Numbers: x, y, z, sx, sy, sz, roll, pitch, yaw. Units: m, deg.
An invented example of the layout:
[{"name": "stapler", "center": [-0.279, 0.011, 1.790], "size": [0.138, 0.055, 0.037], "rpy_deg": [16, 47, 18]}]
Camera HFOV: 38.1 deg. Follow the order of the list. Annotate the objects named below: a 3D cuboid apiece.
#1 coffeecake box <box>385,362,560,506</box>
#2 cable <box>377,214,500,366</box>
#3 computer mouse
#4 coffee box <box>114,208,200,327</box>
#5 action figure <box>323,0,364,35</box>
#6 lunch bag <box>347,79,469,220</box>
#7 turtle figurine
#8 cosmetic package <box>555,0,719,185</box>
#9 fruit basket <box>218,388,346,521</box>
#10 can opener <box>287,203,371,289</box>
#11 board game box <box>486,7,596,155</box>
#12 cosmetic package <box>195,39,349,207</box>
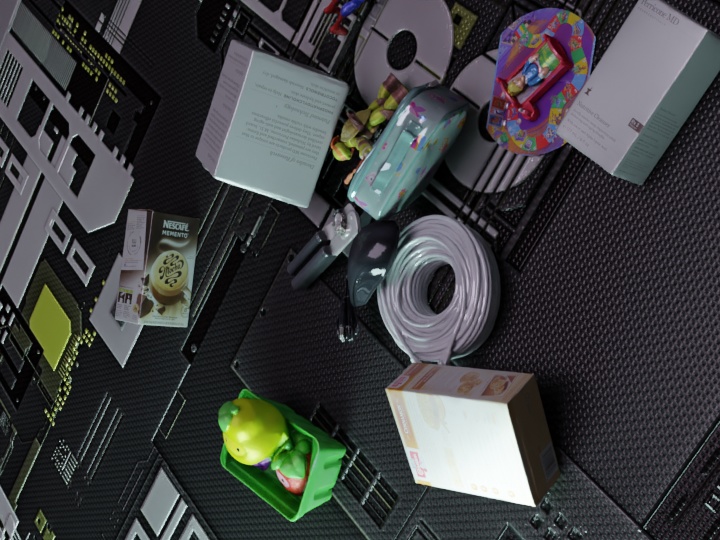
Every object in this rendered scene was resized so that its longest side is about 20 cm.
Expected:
[{"name": "coffeecake box", "center": [0.146, 0.211, 1.370], "size": [0.198, 0.073, 0.155], "rpy_deg": [1, 118, 42]}, {"name": "cable", "center": [0.111, 0.027, 1.472], "size": [0.200, 0.069, 0.201], "rpy_deg": [49, 117, 37]}, {"name": "computer mouse", "center": [0.000, 0.000, 1.513], "size": [0.201, 0.052, 0.140], "rpy_deg": [120, 162, -48]}, {"name": "coffee box", "center": [-0.366, -0.004, 1.887], "size": [0.079, 0.112, 0.203], "rpy_deg": [6, 90, 42]}, {"name": "action figure", "center": [0.025, -0.449, 1.619], "size": [0.200, 0.098, 0.066], "rpy_deg": [-47, 57, 55]}, {"name": "lunch bag", "center": [0.067, -0.171, 1.465], "size": [0.077, 0.160, 0.201], "rpy_deg": [37, 116, 12]}, {"name": "turtle figurine", "center": [0.007, -0.222, 1.573], "size": [0.161, 0.064, 0.200], "rpy_deg": [-45, 17, 9]}, {"name": "cosmetic package", "center": [0.346, -0.221, 1.275], "size": [0.113, 0.080, 0.202], "rpy_deg": [45, 115, 38]}, {"name": "fruit basket", "center": [-0.147, 0.270, 1.593], "size": [0.214, 0.214, 0.158], "rpy_deg": [27, 102, 41]}, {"name": "can opener", "center": [-0.047, -0.034, 1.637], "size": [0.200, 0.066, 0.053], "rpy_deg": [-43, 56, 41]}, {"name": "board game box", "center": [0.232, -0.259, 1.410], "size": [0.157, 0.039, 0.203], "rpy_deg": [11, 93, 43]}, {"name": "cosmetic package", "center": [-0.143, -0.234, 1.639], "size": [0.203, 0.164, 0.167], "rpy_deg": [-70, 24, 11]}]
